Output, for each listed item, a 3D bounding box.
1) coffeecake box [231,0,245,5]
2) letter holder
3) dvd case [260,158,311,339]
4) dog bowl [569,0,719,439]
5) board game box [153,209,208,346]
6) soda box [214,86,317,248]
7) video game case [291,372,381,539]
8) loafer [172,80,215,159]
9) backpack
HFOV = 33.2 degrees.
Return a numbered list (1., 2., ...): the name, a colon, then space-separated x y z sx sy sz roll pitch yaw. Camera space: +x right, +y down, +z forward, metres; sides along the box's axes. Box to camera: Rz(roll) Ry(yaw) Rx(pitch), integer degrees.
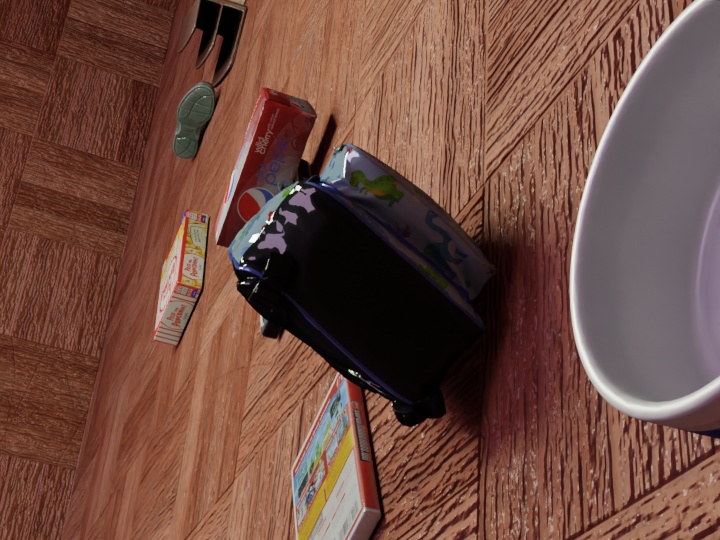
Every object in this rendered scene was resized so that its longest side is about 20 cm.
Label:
1. coffeecake box: -0.307 -0.641 2.463 0.154 0.200 0.073 136 146 -60
2. letter holder: -0.321 -0.474 2.538 0.200 0.100 0.142 166 117 -71
3. dvd case: -0.092 -0.031 1.501 0.200 0.025 0.150 -100 30 -57
4. dog bowl: 0.174 -0.025 0.523 0.200 0.079 0.200 -164 90 -73
5. board game box: -0.321 0.011 2.170 0.200 0.046 0.152 -94 25 -49
6. soda box: -0.122 -0.122 1.514 0.063 0.070 0.200 -111 40 -65
7. video game case: -0.026 0.197 1.080 0.200 0.017 0.143 -101 31 -57
8. loafer: -0.355 -0.329 2.570 0.063 0.072 0.200 -84 16 -48
9. backpack: 0.000 0.000 0.912 0.147 0.183 0.200 -52 12 -6
